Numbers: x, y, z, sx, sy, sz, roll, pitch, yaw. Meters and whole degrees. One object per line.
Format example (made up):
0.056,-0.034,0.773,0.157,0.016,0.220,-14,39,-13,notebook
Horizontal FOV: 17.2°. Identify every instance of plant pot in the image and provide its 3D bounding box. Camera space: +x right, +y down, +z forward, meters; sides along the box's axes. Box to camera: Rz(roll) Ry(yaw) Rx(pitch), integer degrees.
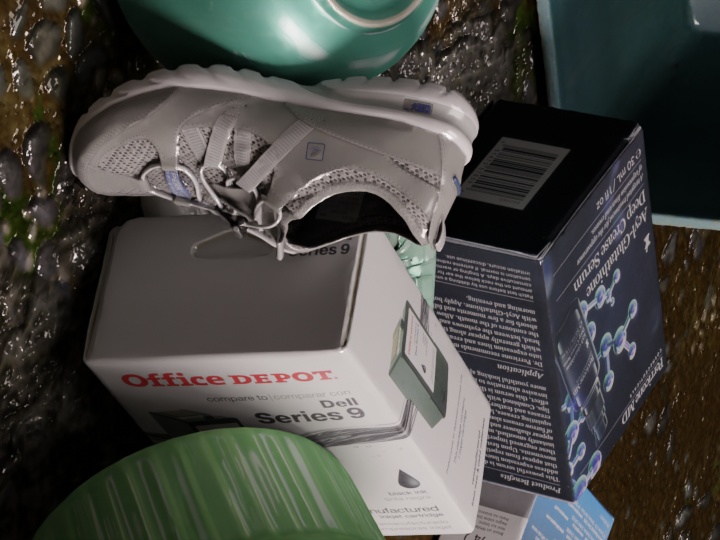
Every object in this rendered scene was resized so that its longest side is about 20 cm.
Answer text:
0.248,-0.161,1.613,0.200,0.195,0.197,-54,144,-49,plant pot

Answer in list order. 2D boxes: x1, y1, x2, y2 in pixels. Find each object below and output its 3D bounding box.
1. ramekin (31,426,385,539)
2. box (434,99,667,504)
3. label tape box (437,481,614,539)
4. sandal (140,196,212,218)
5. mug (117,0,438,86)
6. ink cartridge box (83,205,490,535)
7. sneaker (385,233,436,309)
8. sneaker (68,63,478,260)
-0.072,0.169,1.172,0.199,0.098,0.201,-15,140,-13,ramekin
0.111,0.019,1.516,0.149,0.107,0.201,-50,141,-40,box
0.094,0.228,1.608,0.144,0.063,0.201,48,59,-56,label tape box
-0.054,-0.098,1.248,0.203,0.050,0.083,-49,126,-25,sandal
-0.038,-0.172,1.142,0.152,0.114,0.185,-52,126,-25,mug
-0.034,0.058,1.224,0.200,0.145,0.084,56,37,-51,ink cartridge box
0.000,0.000,1.343,0.118,0.073,0.201,39,57,-65,sneaker
-0.047,-0.046,1.118,0.075,0.199,0.082,56,37,-59,sneaker
